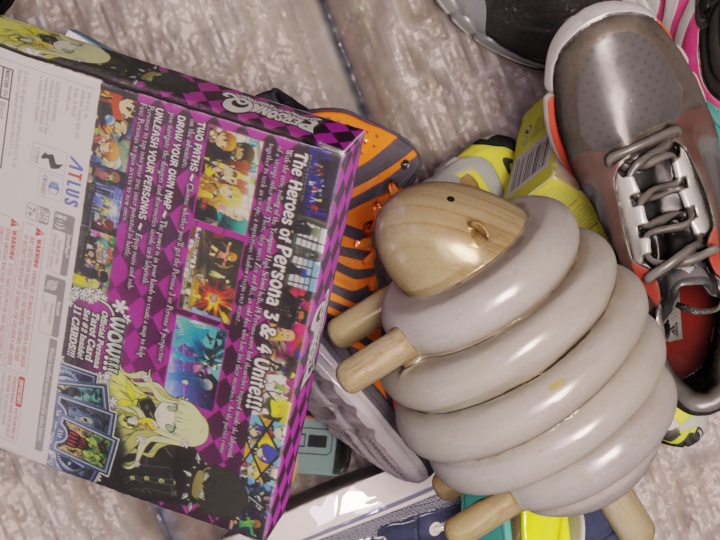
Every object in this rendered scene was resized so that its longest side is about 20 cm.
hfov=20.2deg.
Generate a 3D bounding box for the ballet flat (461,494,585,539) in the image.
[{"bbox_3d":[0.078,0.091,0.988,0.067,0.067,0.202,-1,85,-34],"label":"ballet flat"}]

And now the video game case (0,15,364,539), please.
[{"bbox_3d":[-0.103,0.005,0.901,0.180,0.036,0.201,18,117,12],"label":"video game case"}]

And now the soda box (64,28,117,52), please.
[{"bbox_3d":[-0.164,-0.018,1.005,0.068,0.064,0.201,30,89,-7],"label":"soda box"}]

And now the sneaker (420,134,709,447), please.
[{"bbox_3d":[0.112,0.013,1.034,0.200,0.075,0.077,43,78,-13],"label":"sneaker"}]

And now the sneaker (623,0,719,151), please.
[{"bbox_3d":[0.183,-0.139,0.979,0.083,0.121,0.201,0,67,-34],"label":"sneaker"}]

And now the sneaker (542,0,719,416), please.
[{"bbox_3d":[0.141,-0.025,0.920,0.077,0.082,0.201,-20,111,-2],"label":"sneaker"}]

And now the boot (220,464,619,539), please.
[{"bbox_3d":[0.034,0.139,1.031,0.199,0.073,0.091,-20,90,-5],"label":"boot"}]

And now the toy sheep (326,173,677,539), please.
[{"bbox_3d":[0.071,0.045,0.889,0.138,0.138,0.201,-36,112,-3],"label":"toy sheep"}]

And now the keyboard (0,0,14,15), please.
[{"bbox_3d":[-0.231,-0.113,1.014,0.104,0.040,0.201,28,91,16],"label":"keyboard"}]

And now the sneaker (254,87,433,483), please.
[{"bbox_3d":[0.000,0.000,0.956,0.112,0.077,0.201,-43,111,-18],"label":"sneaker"}]

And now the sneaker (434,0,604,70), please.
[{"bbox_3d":[0.054,-0.178,0.993,0.075,0.115,0.200,-44,97,-2],"label":"sneaker"}]

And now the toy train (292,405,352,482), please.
[{"bbox_3d":[-0.052,0.015,1.015,0.113,0.085,0.202,6,91,-19],"label":"toy train"}]

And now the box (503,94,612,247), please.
[{"bbox_3d":[0.168,-0.016,1.017,0.199,0.050,0.076,28,52,-19],"label":"box"}]
